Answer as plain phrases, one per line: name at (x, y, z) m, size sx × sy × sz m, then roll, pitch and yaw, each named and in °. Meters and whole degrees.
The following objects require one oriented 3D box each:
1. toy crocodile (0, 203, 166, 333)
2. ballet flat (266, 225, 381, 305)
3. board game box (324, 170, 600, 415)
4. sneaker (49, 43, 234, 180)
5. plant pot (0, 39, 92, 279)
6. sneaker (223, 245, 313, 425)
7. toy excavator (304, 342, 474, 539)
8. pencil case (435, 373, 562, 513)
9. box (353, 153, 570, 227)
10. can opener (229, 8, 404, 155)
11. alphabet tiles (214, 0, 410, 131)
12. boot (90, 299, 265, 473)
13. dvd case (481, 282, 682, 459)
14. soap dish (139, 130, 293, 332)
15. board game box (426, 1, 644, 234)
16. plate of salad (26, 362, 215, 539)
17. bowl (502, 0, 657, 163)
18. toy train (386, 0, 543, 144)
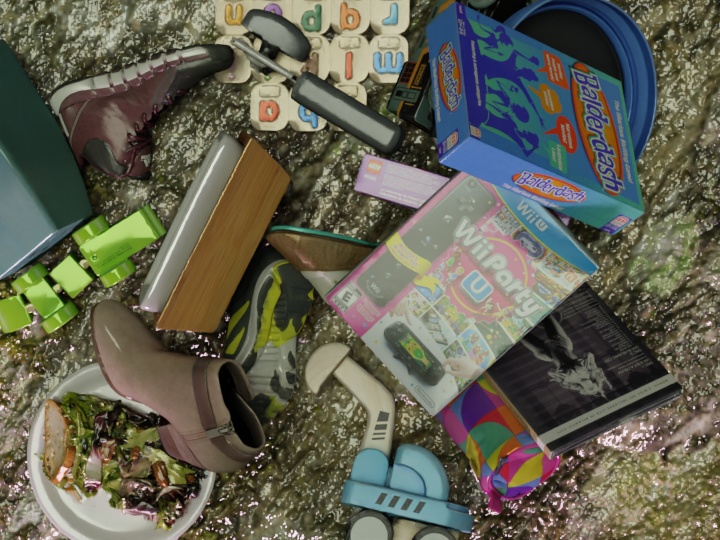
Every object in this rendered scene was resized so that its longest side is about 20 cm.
toy crocodile at (-0.288, 0.001, 1.492) m, size 0.200 × 0.062 × 0.068 m, roll -36°, pitch 99°, yaw 2°
ballet flat at (0.000, 0.000, 1.408) m, size 0.200 × 0.068 × 0.072 m, roll 5°, pitch 87°, yaw -36°
board game box at (0.090, 0.007, 1.309) m, size 0.200 × 0.064 × 0.148 m, roll -43°, pitch 89°, yaw 10°
sneaker at (-0.208, -0.154, 1.480) m, size 0.200 × 0.076 × 0.116 m, roll -15°, pitch 93°, yaw 17°
plant pot at (-0.370, -0.102, 1.452) m, size 0.141 × 0.141 × 0.200 m, roll -37°, pitch 92°, yaw 20°
sneaker at (-0.099, 0.067, 1.464) m, size 0.074 × 0.085 × 0.200 m, roll 12°, pitch 113°, yaw -24°
toy excavator at (0.025, 0.186, 1.440) m, size 0.194 × 0.100 × 0.200 m, roll 13°, pitch 78°, yaw 5°
pencil case at (0.107, 0.127, 1.384) m, size 0.088 × 0.088 × 0.200 m, roll -37°, pitch 50°, yaw 5°
box at (0.100, -0.063, 1.401) m, size 0.200 × 0.137 × 0.039 m, roll 17°, pitch 93°, yaw 7°
can opener at (-0.038, -0.190, 1.448) m, size 0.200 × 0.053 × 0.067 m, roll 31°, pitch 94°, yaw 6°
alphabet tiles at (-0.049, -0.238, 1.483) m, size 0.200 × 0.015 × 0.196 m, roll 1°, pitch 89°, yaw 7°
boot at (-0.168, 0.104, 1.402) m, size 0.146 × 0.070 × 0.200 m, roll -18°, pitch 106°, yaw 50°
dvd case at (0.181, 0.074, 1.370) m, size 0.149 × 0.016 × 0.200 m, roll -22°, pitch 50°, yaw -21°
soap dish at (-0.140, -0.037, 1.429) m, size 0.081 × 0.157 × 0.200 m, roll 27°, pitch 93°, yaw -10°
board game box at (0.153, -0.131, 1.278) m, size 0.045 × 0.200 × 0.152 m, roll -39°, pitch 44°, yaw 41°
plate of salad at (-0.245, 0.191, 1.487) m, size 0.200 × 0.048 × 0.200 m, roll 0°, pitch 89°, yaw 7°
bowl at (0.192, -0.162, 1.390) m, size 0.200 × 0.039 × 0.201 m, roll -6°, pitch 103°, yaw -28°
toy train at (0.100, -0.215, 1.419) m, size 0.085 × 0.114 × 0.200 m, roll 22°, pitch 88°, yaw -37°
